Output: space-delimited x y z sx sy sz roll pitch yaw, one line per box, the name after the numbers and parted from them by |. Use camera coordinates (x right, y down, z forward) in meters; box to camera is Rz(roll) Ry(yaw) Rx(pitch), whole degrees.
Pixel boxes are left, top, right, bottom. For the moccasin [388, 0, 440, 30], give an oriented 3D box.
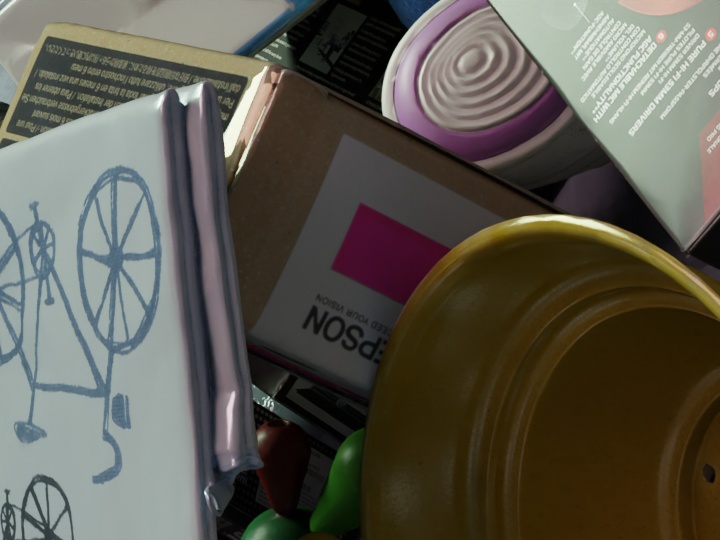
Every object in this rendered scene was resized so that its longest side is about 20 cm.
0.096 -0.148 0.988 0.199 0.081 0.068 -21 9 8 | moccasin

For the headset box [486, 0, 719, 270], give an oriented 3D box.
0.114 -0.098 0.765 0.149 0.075 0.200 -50 49 19 | headset box

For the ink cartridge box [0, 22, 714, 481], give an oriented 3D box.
0.000 0.000 0.889 0.164 0.199 0.076 19 83 60 | ink cartridge box

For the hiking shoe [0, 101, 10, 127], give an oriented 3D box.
-0.103 0.033 1.053 0.076 0.201 0.100 -42 54 -19 | hiking shoe

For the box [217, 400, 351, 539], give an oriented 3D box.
-0.124 0.064 1.009 0.160 0.199 0.045 -23 44 45 | box

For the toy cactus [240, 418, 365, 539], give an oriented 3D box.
-0.054 0.130 0.890 0.201 0.102 0.165 -70 18 2 | toy cactus

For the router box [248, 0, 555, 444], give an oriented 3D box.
-0.012 -0.034 1.087 0.158 0.052 0.200 -56 30 0 | router box

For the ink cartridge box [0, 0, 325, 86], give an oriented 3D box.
-0.036 -0.123 1.038 0.116 0.067 0.200 -36 4 35 | ink cartridge box

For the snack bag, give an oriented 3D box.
-0.078 0.058 0.805 0.188 0.021 0.202 -12 82 59 | snack bag

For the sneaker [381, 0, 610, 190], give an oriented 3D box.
0.095 -0.088 0.943 0.199 0.100 0.075 -28 76 -4 | sneaker

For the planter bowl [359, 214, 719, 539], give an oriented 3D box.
0.091 0.079 0.764 0.200 0.083 0.202 17 112 50 | planter bowl
